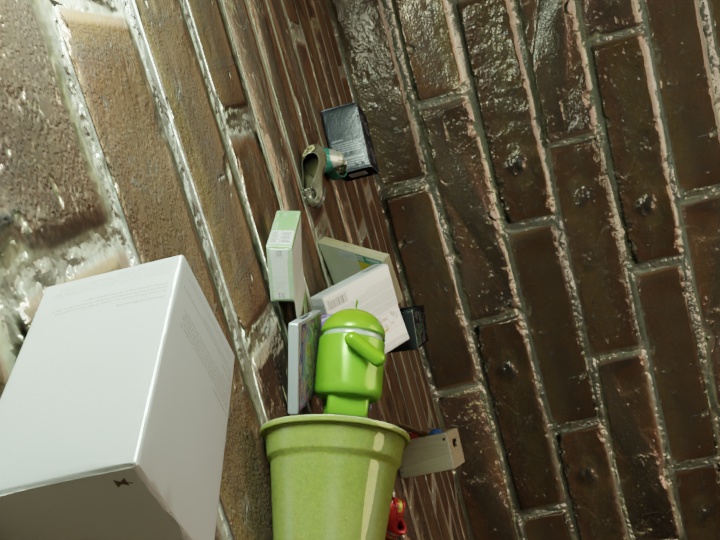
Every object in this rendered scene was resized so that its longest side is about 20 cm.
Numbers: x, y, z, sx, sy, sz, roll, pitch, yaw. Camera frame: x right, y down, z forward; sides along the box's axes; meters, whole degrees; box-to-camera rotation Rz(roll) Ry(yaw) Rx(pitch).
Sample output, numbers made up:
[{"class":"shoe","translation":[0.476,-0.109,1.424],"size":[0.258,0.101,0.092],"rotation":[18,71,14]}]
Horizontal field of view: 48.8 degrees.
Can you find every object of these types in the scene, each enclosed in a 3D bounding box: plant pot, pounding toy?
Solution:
[{"class":"plant pot","translation":[-0.038,0.302,1.021],"size":[0.200,0.200,0.185],"rotation":[62,28,-61]},{"class":"pounding toy","translation":[0.186,0.501,2.273],"size":[0.200,0.184,0.143],"rotation":[17,59,-71]}]

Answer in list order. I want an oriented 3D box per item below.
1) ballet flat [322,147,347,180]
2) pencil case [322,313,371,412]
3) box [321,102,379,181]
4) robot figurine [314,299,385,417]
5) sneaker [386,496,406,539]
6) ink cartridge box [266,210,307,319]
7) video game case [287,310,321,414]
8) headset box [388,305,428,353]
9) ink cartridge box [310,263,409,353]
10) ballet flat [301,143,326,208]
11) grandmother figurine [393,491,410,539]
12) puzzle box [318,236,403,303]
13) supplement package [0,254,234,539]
[{"class":"ballet flat","translation":[-0.074,-0.292,2.131],"size":[0.200,0.070,0.068],"rotation":[36,41,-77]},{"class":"pencil case","translation":[-0.046,0.181,1.498],"size":[0.085,0.084,0.201],"rotation":[-39,116,-55]},{"class":"box","translation":[-0.029,-0.391,2.446],"size":[0.197,0.117,0.201],"rotation":[2,75,-82]},{"class":"robot figurine","translation":[-0.017,0.156,1.364],"size":[0.176,0.115,0.201],"rotation":[112,-16,-69]},{"class":"sneaker","translation":[0.046,0.469,1.603],"size":[0.077,0.085,0.200],"rotation":[-95,168,-52]},{"class":"ink cartridge box","translation":[-0.123,0.017,1.351],"size":[0.146,0.048,0.201],"rotation":[-87,178,-63]},{"class":"video game case","translation":[-0.091,0.147,1.321],"size":[0.200,0.018,0.144],"rotation":[-21,112,-82]},{"class":"headset box","translation":[0.059,0.145,1.881],"size":[0.200,0.174,0.093],"rotation":[-8,89,-77]},{"class":"ink cartridge box","translation":[0.002,0.101,1.661],"size":[0.200,0.045,0.177],"rotation":[-27,106,-40]},{"class":"ballet flat","translation":[-0.113,-0.223,1.817],"size":[0.046,0.067,0.200],"rotation":[29,41,-33]},{"class":"grandmother figurine","translation":[0.068,0.548,1.750],"size":[0.121,0.060,0.200],"rotation":[33,-32,60]},{"class":"puzzle box","translation":[0.000,0.000,1.805],"size":[0.025,0.200,0.133],"rotation":[-44,133,-31]},{"class":"supplement package","translation":[-0.172,0.105,0.570],"size":[0.200,0.119,0.121],"rotation":[-94,169,-52]}]
